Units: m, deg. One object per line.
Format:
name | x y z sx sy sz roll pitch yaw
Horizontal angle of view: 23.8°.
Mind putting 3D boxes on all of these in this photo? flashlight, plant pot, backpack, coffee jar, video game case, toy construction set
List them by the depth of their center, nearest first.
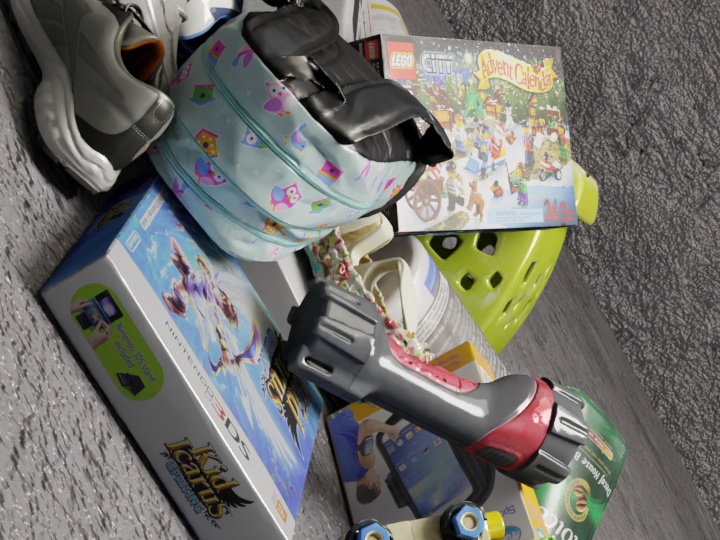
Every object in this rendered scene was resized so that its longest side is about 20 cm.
video game case | -0.090 0.046 0.953 0.182 0.045 0.200 60 12 -14
toy construction set | 0.048 0.204 0.985 0.198 0.092 0.133 -2 68 -34
backpack | -0.042 -0.084 1.034 0.167 0.127 0.200 41 14 4
flashlight | 0.047 0.067 1.045 0.199 0.068 0.068 29 6 -22
coffee jar | 0.109 0.183 1.175 0.104 0.085 0.201 46 57 -36
plant pot | 0.085 -0.055 1.426 0.200 0.182 0.199 43 7 11

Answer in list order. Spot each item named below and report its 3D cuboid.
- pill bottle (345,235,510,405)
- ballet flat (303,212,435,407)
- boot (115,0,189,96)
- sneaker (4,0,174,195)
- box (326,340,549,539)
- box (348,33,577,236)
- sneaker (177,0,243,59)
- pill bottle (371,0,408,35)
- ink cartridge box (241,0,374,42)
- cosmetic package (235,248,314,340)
pill bottle | 0.045 0.078 1.266 0.201 0.113 0.114 54 14 -30
ballet flat | 0.000 0.000 1.138 0.076 0.063 0.202 44 21 -55
boot | -0.118 -0.182 1.072 0.073 0.095 0.202 30 -45 54
sneaker | -0.154 -0.132 0.998 0.074 0.079 0.201 45 17 -49
box | 0.053 0.154 1.127 0.042 0.118 0.201 49 17 -43
box | 0.077 -0.096 1.243 0.199 0.037 0.139 -4 88 -45
sneaker | -0.116 -0.189 1.295 0.200 0.073 0.083 35 44 -75
pill bottle | 0.003 -0.200 1.693 0.112 0.111 0.202 42 23 -57
ink cartridge box | -0.039 -0.153 1.288 0.145 0.083 0.202 81 9 -47
cosmetic package | -0.077 -0.025 1.143 0.202 0.050 0.082 63 13 6
